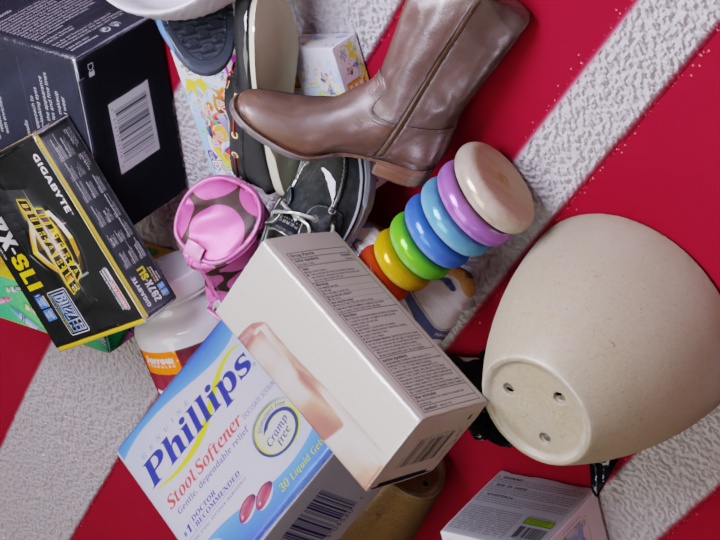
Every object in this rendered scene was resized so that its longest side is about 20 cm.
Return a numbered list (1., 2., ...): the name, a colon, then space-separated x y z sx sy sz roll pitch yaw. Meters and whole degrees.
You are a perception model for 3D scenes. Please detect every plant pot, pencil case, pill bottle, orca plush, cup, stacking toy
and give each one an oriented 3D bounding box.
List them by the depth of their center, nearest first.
1. cup: 0.179 0.075 1.451 0.200 0.143 0.200 25 134 28
2. stacking toy: 0.044 -0.019 1.500 0.200 0.085 0.085 -37 91 27
3. orca plush: 0.127 0.142 1.608 0.200 0.071 0.105 36 138 19
4. pencil case: -0.117 -0.016 1.641 0.091 0.094 0.200 45 172 16
5. plant pot: -0.015 0.223 1.747 0.186 0.186 0.200 51 126 1
6. pill bottle: -0.156 0.085 1.804 0.113 0.113 0.200 0 119 44

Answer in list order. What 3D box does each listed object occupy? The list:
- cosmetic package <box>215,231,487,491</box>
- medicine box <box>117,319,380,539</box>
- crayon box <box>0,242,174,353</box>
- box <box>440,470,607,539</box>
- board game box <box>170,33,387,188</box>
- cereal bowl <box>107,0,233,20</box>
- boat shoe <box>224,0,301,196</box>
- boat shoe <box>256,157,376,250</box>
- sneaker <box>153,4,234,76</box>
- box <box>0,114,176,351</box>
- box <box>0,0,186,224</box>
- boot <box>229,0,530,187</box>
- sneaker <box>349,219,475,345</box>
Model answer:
1. cosmetic package: -0.008 0.069 1.448 0.200 0.103 0.087 49 121 23
2. medicine box: -0.096 0.171 1.661 0.182 0.103 0.200 -51 51 9
3. crayon box: -0.293 0.011 1.875 0.200 0.119 0.058 15 129 36
4. box: 0.166 0.301 1.668 0.112 0.101 0.200 6 123 41
5. board game box: -0.070 -0.142 1.610 0.200 0.034 0.134 5 122 42
6. cereal bowl: -0.135 -0.298 1.482 0.200 0.083 0.200 -4 83 33
7. boat shoe: -0.087 -0.152 1.533 0.063 0.074 0.201 17 134 25
8. boat shoe: -0.044 -0.036 1.542 0.072 0.071 0.200 27 113 27
9. sneaker: -0.162 -0.249 1.573 0.200 0.066 0.078 64 163 15
10. box: -0.279 -0.032 1.701 0.160 0.049 0.200 -17 107 50
11. box: -0.287 -0.160 1.740 0.200 0.117 0.197 19 131 32
12. boot: 0.014 -0.166 1.421 0.186 0.064 0.200 14 135 -18
13. sneaker: 0.000 0.000 1.594 0.200 0.075 0.088 30 95 27
